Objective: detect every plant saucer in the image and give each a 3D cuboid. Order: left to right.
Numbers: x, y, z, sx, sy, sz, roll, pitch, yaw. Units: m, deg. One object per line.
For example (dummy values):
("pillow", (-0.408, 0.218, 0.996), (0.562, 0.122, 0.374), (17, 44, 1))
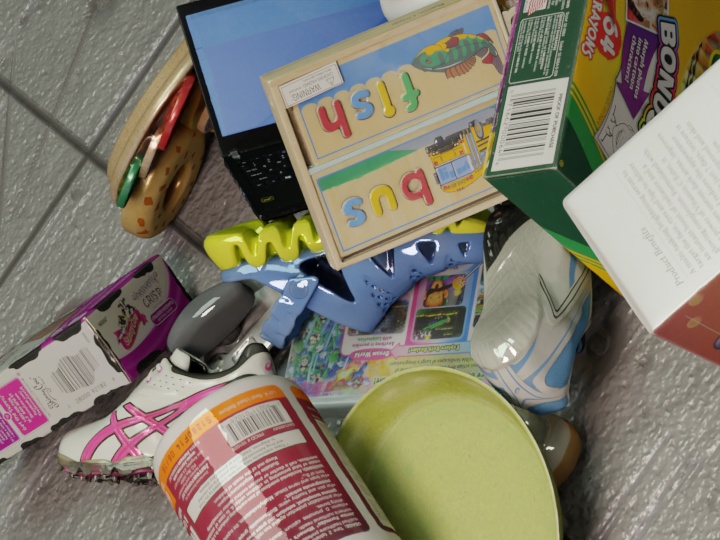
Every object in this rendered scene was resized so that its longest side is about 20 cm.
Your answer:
("plant saucer", (0.054, 0.158, 1.640), (0.200, 0.031, 0.200), (0, 90, 44))

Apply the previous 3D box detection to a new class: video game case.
("video game case", (0.050, 0.009, 1.767), (0.200, 0.024, 0.182), (-4, 62, 30))

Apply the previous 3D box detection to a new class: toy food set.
("toy food set", (-0.120, -0.120, 1.969), (0.200, 0.049, 0.198), (-52, -6, -14))

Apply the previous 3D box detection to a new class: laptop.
("laptop", (-0.015, -0.131, 1.825), (0.177, 0.103, 0.200), (-16, 23, -8))

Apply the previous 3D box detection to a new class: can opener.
("can opener", (-0.049, 0.002, 1.876), (0.200, 0.066, 0.053), (-46, 42, 5))

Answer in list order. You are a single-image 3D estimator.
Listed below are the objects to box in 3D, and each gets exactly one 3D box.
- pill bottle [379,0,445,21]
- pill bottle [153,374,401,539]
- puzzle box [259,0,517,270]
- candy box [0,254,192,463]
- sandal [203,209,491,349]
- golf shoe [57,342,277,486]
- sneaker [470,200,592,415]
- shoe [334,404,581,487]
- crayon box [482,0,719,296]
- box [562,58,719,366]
("pill bottle", (0.085, -0.179, 1.734), (0.113, 0.200, 0.113), (-37, 32, 28))
("pill bottle", (-0.037, 0.170, 1.632), (0.110, 0.110, 0.200), (-43, 60, 16))
("puzzle box", (0.050, -0.097, 1.666), (0.200, 0.133, 0.025), (-24, 19, -9))
("candy box", (-0.228, 0.078, 1.955), (0.200, 0.061, 0.136), (-33, 7, 27))
("sandal", (0.000, 0.000, 1.751), (0.200, 0.079, 0.087), (-8, 98, 20))
("golf shoe", (-0.131, 0.104, 1.870), (0.200, 0.073, 0.092), (-11, 76, 34))
("sneaker", (0.116, 0.007, 1.669), (0.072, 0.072, 0.200), (-16, 38, 31))
("shoe", (0.051, 0.120, 1.697), (0.200, 0.053, 0.070), (-10, 58, 42))
("crayon box", (0.160, -0.108, 1.640), (0.058, 0.173, 0.200), (-6, 61, 38))
("box", (0.246, -0.047, 1.517), (0.200, 0.152, 0.106), (-43, 56, 18))
